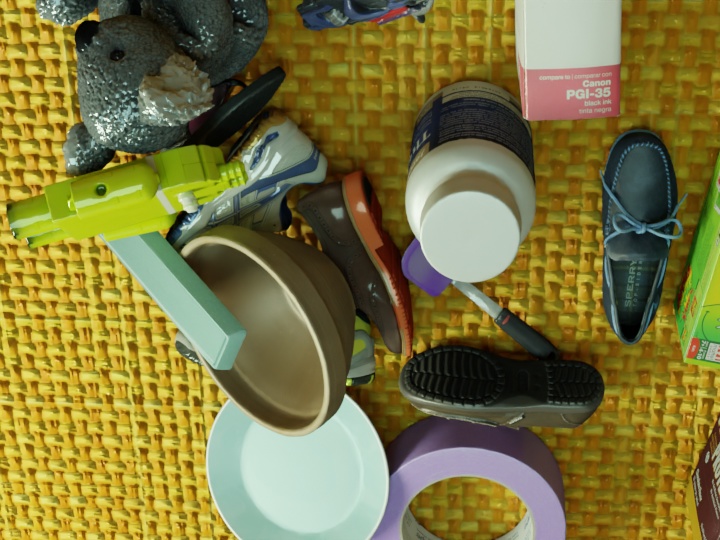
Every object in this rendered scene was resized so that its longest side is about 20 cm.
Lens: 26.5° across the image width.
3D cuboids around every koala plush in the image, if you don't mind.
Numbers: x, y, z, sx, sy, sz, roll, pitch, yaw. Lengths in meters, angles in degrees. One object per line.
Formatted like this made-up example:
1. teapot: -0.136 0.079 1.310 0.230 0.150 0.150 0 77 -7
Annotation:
1. koala plush: -0.170 -0.174 1.251 0.176 0.202 0.184 -22 132 35

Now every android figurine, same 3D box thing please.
1. android figurine: -0.191 -0.060 1.278 0.197 0.182 0.042 -14 84 -5

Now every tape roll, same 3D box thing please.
1. tape roll: 0.109 0.244 1.549 0.197 0.066 0.203 3 118 5

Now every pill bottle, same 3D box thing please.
1. pill bottle: 0.094 -0.074 1.298 0.109 0.201 0.112 2 119 4

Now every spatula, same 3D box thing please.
1. spatula: 0.118 0.031 1.450 0.199 0.021 0.057 39 90 -19

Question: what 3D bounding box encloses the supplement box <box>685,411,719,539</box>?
1. supplement box: 0.439 0.196 1.453 0.195 0.133 0.202 15 119 -3

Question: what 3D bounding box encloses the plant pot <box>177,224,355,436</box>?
1. plant pot: -0.068 0.040 1.372 0.200 0.092 0.203 31 138 33

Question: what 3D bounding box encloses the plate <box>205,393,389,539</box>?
1. plate: -0.061 0.199 1.533 0.197 0.026 0.203 4 101 19

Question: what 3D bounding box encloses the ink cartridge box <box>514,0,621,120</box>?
1. ink cartridge box: 0.166 -0.242 1.230 0.081 0.147 0.202 -1 119 5

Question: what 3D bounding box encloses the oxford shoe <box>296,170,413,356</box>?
1. oxford shoe: 0.000 0.000 1.417 0.072 0.072 0.202 -15 121 11

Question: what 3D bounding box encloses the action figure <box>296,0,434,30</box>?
1. action figure: 0.010 -0.271 1.239 0.198 0.106 0.193 -3 151 41

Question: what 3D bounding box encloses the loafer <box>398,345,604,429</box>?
1. loafer: 0.134 0.126 1.476 0.197 0.074 0.071 7 140 10

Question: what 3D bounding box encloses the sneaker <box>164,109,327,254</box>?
1. sneaker: -0.111 -0.050 1.403 0.088 0.076 0.200 37 116 -15

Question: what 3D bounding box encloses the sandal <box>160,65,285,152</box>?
1. sandal: -0.151 -0.127 1.370 0.200 0.075 0.048 -37 89 22

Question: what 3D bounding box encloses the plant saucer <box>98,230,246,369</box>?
1. plant saucer: -0.179 0.004 1.383 0.200 0.019 0.070 48 145 14

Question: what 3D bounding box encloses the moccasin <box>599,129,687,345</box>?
1. moccasin: 0.258 -0.026 1.385 0.079 0.068 0.202 -3 118 7

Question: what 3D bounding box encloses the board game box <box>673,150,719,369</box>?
1. board game box: 0.330 -0.025 1.360 0.047 0.102 0.202 10 119 0

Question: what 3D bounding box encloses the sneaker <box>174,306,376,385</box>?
1. sneaker: -0.081 0.066 1.478 0.197 0.075 0.078 5 89 6
